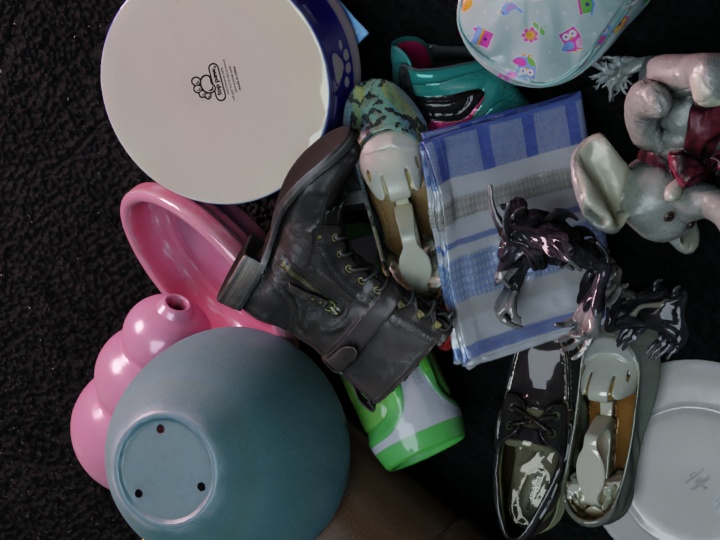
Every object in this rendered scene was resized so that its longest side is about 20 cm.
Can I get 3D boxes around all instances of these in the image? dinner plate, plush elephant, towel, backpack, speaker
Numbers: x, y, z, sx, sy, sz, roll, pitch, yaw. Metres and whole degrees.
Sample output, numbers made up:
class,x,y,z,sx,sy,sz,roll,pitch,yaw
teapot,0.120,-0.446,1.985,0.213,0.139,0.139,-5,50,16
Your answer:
class,x,y,z,sx,sy,sz,roll,pitch,yaw
dinner plate,0.283,0.173,1.665,0.200,0.024,0.201,6,109,17
plush elephant,0.251,-0.087,1.525,0.200,0.165,0.155,8,96,47
towel,0.128,-0.031,1.577,0.147,0.024,0.200,-16,110,-14
backpack,0.154,-0.240,1.523,0.167,0.127,0.200,36,113,5
speaker,0.015,0.064,1.665,0.088,0.088,0.200,-30,78,24

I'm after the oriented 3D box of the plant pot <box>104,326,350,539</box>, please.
class,x,y,z,sx,sy,sz,roll,pitch,yaw
plant pot,-0.125,0.149,1.579,0.200,0.135,0.200,1,93,21

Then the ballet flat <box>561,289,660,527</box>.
class,x,y,z,sx,sy,sz,roll,pitch,yaw
ballet flat,0.206,0.117,1.634,0.067,0.064,0.200,10,100,27

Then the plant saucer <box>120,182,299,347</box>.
class,x,y,z,sx,sy,sz,roll,pitch,yaw
plant saucer,-0.119,-0.002,1.686,0.200,0.051,0.201,38,155,21

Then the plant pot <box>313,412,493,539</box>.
class,x,y,z,sx,sy,sz,roll,pitch,yaw
plant pot,-0.007,0.237,1.703,0.198,0.200,0.200,47,115,10

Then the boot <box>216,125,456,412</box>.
class,x,y,z,sx,sy,sz,roll,pitch,yaw
boot,0.000,0.000,1.554,0.174,0.069,0.200,30,118,-8

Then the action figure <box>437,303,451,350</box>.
class,x,y,z,sx,sy,sz,roll,pitch,yaw
action figure,0.116,0.002,1.627,0.065,0.099,0.200,30,118,-10

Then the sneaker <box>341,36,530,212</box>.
class,x,y,z,sx,sy,sz,roll,pitch,yaw
sneaker,0.037,-0.127,1.620,0.200,0.084,0.121,-19,105,15

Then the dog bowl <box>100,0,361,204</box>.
class,x,y,z,sx,sy,sz,roll,pitch,yaw
dog bowl,-0.105,-0.157,1.596,0.200,0.079,0.200,5,107,16

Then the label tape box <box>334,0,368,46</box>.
class,x,y,z,sx,sy,sz,roll,pitch,yaw
label tape box,-0.099,-0.190,1.662,0.200,0.066,0.143,-42,90,22

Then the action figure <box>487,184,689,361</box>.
class,x,y,z,sx,sy,sz,roll,pitch,yaw
action figure,0.160,0.013,1.525,0.200,0.119,0.102,28,94,-30

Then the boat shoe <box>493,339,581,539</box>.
class,x,y,z,sx,sy,sz,roll,pitch,yaw
boat shoe,0.151,0.138,1.675,0.073,0.065,0.200,7,107,19

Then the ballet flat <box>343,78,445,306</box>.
class,x,y,z,sx,sy,sz,roll,pitch,yaw
ballet flat,0.035,-0.055,1.577,0.074,0.074,0.200,-8,118,21

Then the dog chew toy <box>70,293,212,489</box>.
class,x,y,z,sx,sy,sz,roll,pitch,yaw
dog chew toy,-0.183,0.103,1.735,0.124,0.125,0.200,26,126,10
